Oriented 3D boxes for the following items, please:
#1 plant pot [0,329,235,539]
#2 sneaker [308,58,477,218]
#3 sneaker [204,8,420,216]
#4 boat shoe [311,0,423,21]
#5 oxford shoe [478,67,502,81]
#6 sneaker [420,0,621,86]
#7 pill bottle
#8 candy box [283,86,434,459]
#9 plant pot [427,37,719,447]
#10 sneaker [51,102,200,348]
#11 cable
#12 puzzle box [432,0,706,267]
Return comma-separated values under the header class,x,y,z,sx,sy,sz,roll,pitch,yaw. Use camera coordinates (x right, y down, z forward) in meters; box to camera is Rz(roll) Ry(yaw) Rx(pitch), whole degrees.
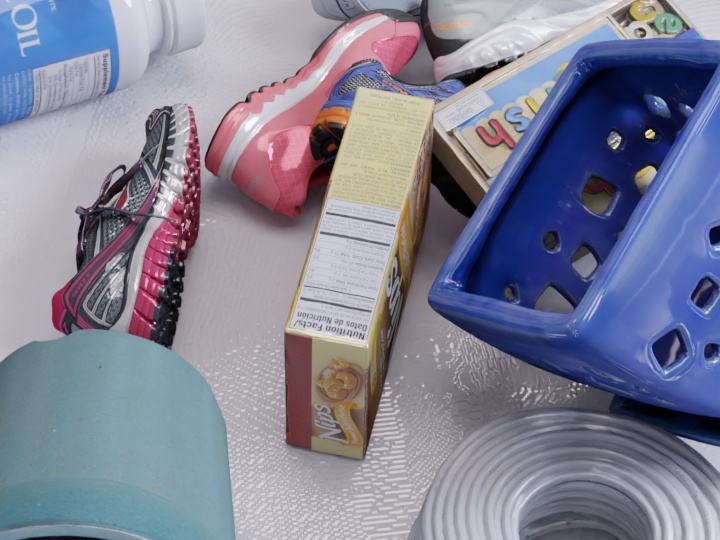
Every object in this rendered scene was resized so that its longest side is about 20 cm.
class,x,y,z,sx,sy,sz,roll,pitch,yaw
plant pot,-0.149,0.148,1.382,0.199,0.201,0.197,1,37,-2
sneaker,0.068,-0.087,1.674,0.199,0.075,0.079,20,61,-11
sneaker,-0.015,-0.101,1.733,0.087,0.074,0.200,42,56,13
boat shoe,0.051,-0.217,1.839,0.199,0.074,0.067,-10,3,-37
oxford shoe,0.179,-0.108,1.750,0.199,0.071,0.073,-10,64,-6
sneaker,0.133,-0.189,1.797,0.199,0.074,0.080,-19,79,-22
pill bottle,-0.212,-0.168,1.743,0.199,0.113,0.112,-19,49,-21
candy box,0.000,0.000,1.568,0.055,0.116,0.201,9,52,7
plant pot,0.188,-0.006,1.496,0.201,0.179,0.200,-58,23,-10
sneaker,-0.145,-0.035,1.635,0.074,0.081,0.201,6,45,5
cable,0.124,0.166,1.456,0.199,0.069,0.200,21,47,17
puzzle box,0.153,-0.091,1.634,0.199,0.025,0.133,-31,70,-22
